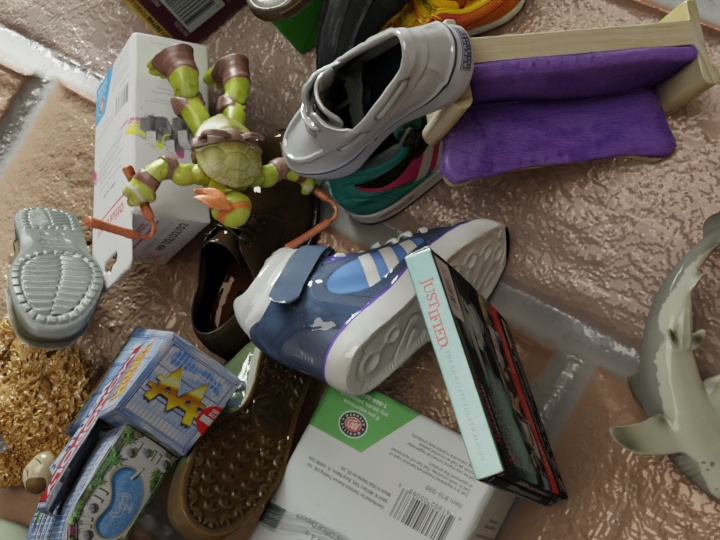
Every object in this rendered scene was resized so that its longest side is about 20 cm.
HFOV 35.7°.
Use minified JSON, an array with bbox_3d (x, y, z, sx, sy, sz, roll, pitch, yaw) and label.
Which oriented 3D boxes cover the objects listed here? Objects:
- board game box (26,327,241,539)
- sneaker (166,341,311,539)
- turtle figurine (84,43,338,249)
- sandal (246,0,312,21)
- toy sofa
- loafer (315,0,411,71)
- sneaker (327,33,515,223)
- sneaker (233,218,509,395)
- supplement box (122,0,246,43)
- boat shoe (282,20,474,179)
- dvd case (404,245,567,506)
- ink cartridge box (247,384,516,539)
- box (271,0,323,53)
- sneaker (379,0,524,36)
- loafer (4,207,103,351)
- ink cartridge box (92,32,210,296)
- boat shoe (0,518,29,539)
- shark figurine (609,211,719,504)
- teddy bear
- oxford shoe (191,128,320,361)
[{"bbox_3d":[-0.166,0.119,0.799,0.062,0.200,0.200,36,64,-13],"label":"board game box"},{"bbox_3d":[-0.098,0.128,0.827,0.090,0.067,0.200,-37,19,40],"label":"sneaker"},{"bbox_3d":[-0.116,-0.094,0.850,0.200,0.064,0.161,-5,65,-24],"label":"turtle figurine"},{"bbox_3d":[-0.044,-0.286,0.864,0.082,0.055,0.200,18,81,44],"label":"sandal"},{"bbox_3d":[0.146,-0.126,0.796,0.200,0.083,0.098,-7,80,-14],"label":"toy sofa"},{"bbox_3d":[0.020,-0.229,0.856,0.070,0.068,0.201,22,104,9],"label":"loafer"},{"bbox_3d":[0.045,-0.128,0.862,0.200,0.121,0.084,-42,65,4],"label":"sneaker"},{"bbox_3d":[0.000,0.000,0.838,0.146,0.081,0.200,28,51,34],"label":"sneaker"},{"bbox_3d":[-0.200,-0.315,1.005,0.103,0.131,0.200,-38,66,4],"label":"supplement box"},{"bbox_3d":[-0.009,-0.119,0.772,0.200,0.065,0.074,-32,66,49],"label":"boat shoe"},{"bbox_3d":[0.088,0.078,0.741,0.022,0.200,0.146,-22,69,13],"label":"dvd case"},{"bbox_3d":[0.006,0.197,0.799,0.146,0.083,0.200,26,83,25],"label":"ink cartridge box"},{"bbox_3d":[-0.017,-0.320,0.956,0.200,0.097,0.177,-29,66,10],"label":"box"},{"bbox_3d":[0.043,-0.199,0.909,0.200,0.077,0.073,-39,67,7],"label":"sneaker"},{"bbox_3d":[-0.255,0.015,0.924,0.200,0.075,0.070,-117,36,-60],"label":"loafer"},{"bbox_3d":[-0.175,-0.079,0.929,0.115,0.068,0.200,-32,56,57],"label":"ink cartridge box"},{"bbox_3d":[-0.245,0.272,0.886,0.201,0.070,0.072,26,96,28],"label":"boat shoe"},{"bbox_3d":[0.216,0.057,0.772,0.128,0.089,0.215,4,82,-13],"label":"shark figurine"},{"bbox_3d":[-0.275,0.121,0.937,0.145,0.067,0.200,-23,67,15],"label":"teddy bear"},{"bbox_3d":[-0.085,-0.028,0.902,0.073,0.084,0.200,7,75,24],"label":"oxford shoe"}]
